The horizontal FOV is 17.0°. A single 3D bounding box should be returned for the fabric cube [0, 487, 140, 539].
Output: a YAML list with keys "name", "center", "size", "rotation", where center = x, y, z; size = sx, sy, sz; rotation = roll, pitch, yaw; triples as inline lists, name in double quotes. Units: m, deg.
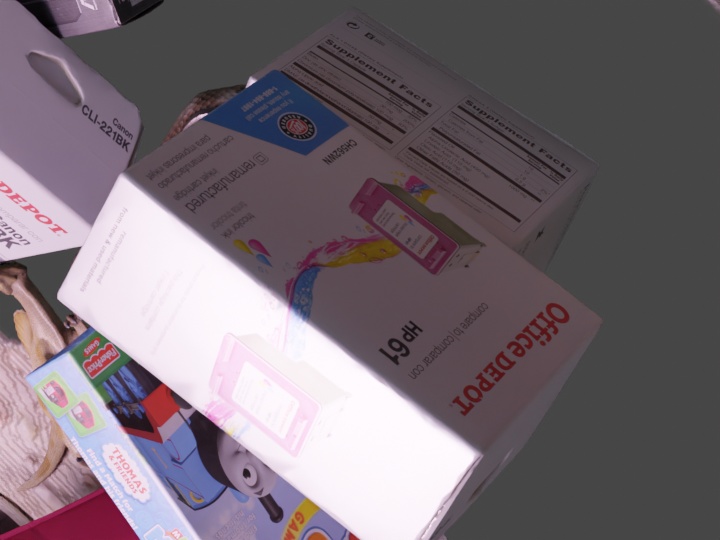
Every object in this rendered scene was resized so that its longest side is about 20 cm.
- name: "fabric cube"
  center: [-0.123, 0.245, 1.324]
  size: [0.199, 0.200, 0.197]
  rotation: [21, 133, 63]

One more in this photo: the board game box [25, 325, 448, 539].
- name: "board game box"
  center: [-0.051, 0.094, 1.139]
  size: [0.037, 0.151, 0.200]
  rotation: [-29, 98, 36]

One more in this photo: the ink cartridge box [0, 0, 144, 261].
- name: "ink cartridge box"
  center: [-0.241, -0.071, 1.306]
  size: [0.200, 0.084, 0.144]
  rotation: [-10, 143, 36]

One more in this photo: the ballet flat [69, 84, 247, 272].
- name: "ballet flat"
  center: [-0.103, -0.035, 1.317]
  size: [0.067, 0.046, 0.200]
  rotation: [26, 134, -10]

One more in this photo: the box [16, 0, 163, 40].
- name: "box"
  center: [-0.206, -0.216, 1.274]
  size: [0.158, 0.048, 0.200]
  rotation: [-7, 111, 34]

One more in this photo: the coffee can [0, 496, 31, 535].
- name: "coffee can"
  center: [-0.290, 0.237, 1.463]
  size: [0.146, 0.200, 0.147]
  rotation: [13, 120, 24]

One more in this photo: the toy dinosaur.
- name: "toy dinosaur"
  center: [-0.172, 0.068, 1.407]
  size: [0.101, 0.058, 0.200]
  rotation: [36, 145, 36]

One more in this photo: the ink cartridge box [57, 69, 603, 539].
- name: "ink cartridge box"
  center: [-0.010, 0.018, 1.080]
  size: [0.200, 0.145, 0.085]
  rotation: [39, 126, 8]

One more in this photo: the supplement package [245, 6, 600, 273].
- name: "supplement package"
  center: [0.000, 0.000, 1.226]
  size: [0.156, 0.111, 0.200]
  rotation: [33, 127, 11]
